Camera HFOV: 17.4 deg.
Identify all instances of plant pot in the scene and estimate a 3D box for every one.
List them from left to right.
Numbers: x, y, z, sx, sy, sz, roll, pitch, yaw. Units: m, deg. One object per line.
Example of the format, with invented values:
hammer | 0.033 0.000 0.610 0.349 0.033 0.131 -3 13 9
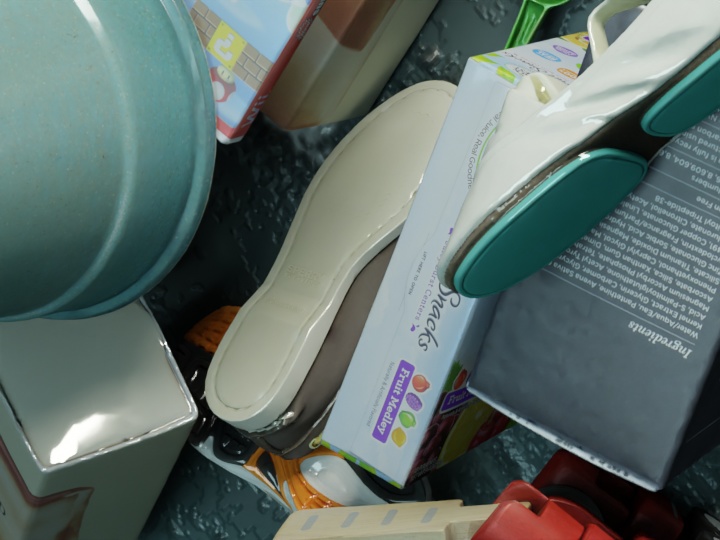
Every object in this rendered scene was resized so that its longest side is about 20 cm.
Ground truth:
plant pot | -0.196 -0.054 0.999 0.199 0.196 0.202 8 107 29

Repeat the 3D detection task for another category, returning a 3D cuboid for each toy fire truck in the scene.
toy fire truck | 0.077 0.134 1.089 0.200 0.176 0.129 38 96 1

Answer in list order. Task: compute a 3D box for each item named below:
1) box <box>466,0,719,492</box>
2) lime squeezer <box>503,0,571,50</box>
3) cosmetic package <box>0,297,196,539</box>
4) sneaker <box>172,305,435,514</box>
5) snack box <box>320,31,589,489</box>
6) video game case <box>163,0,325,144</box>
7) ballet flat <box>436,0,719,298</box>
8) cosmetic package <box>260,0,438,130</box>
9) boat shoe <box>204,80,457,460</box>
box | 0.148 -0.024 1.061 0.104 0.148 0.201 27 111 20
lime squeezer | 0.083 -0.155 1.102 0.038 0.070 0.201 40 139 27
cosmetic package | -0.159 0.086 1.213 0.104 0.087 0.200 61 154 19
sneaker | -0.026 0.099 1.224 0.076 0.092 0.200 -44 53 -4
snack box | 0.065 -0.008 1.111 0.053 0.142 0.201 29 112 19
video game case | -0.058 -0.176 1.016 0.143 0.017 0.201 41 117 16
ballet flat | 0.101 -0.069 0.963 0.200 0.069 0.070 -41 81 24
cosmetic package | -0.002 -0.178 1.141 0.103 0.087 0.201 40 116 17
boat shoe | 0.000 0.000 1.167 0.072 0.059 0.201 22 76 45
